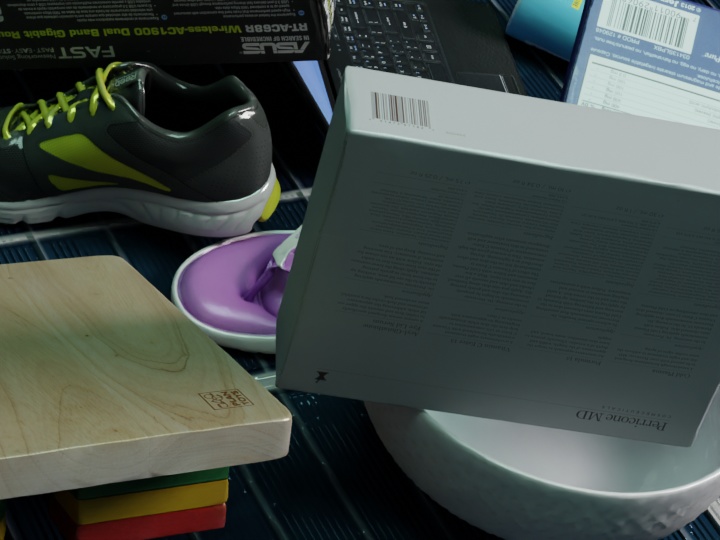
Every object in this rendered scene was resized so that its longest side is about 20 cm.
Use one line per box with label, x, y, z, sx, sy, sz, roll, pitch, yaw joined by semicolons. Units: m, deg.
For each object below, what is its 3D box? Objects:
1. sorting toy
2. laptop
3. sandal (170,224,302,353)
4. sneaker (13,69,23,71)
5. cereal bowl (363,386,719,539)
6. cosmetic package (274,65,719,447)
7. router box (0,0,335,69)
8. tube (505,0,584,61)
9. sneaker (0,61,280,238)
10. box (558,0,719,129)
sorting toy;-0.161;0.067;0.913;0.198;0.070;0.200;-6;23;-28
laptop;0.017;-0.146;1.233;0.199;0.104;0.178;2;43;-17
sandal;-0.003;-0.005;1.108;0.201;0.050;0.083;-5;44;-23
sneaker;-0.264;-0.164;1.168;0.199;0.075;0.082;13;39;-8
cereal bowl;0.090;0.063;1.041;0.199;0.084;0.201;11;41;-10
cosmetic package;0.073;-0.002;0.928;0.199;0.151;0.052;9;39;-10
router box;-0.107;-0.179;1.126;0.198;0.062;0.151;-1;47;9
tube;0.190;-0.131;1.331;0.199;0.051;0.078;25;48;-1
sneaker;-0.139;-0.075;1.099;0.198;0.085;0.075;4;41;-2
box;0.151;-0.044;1.059;0.120;0.032;0.201;17;64;0
